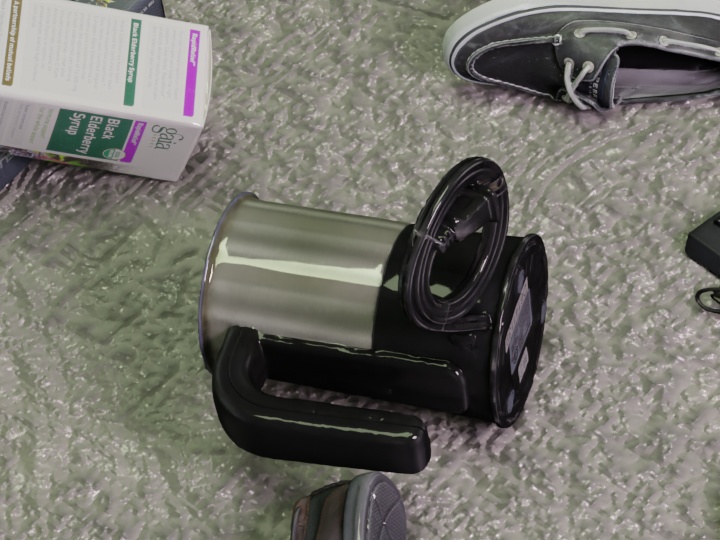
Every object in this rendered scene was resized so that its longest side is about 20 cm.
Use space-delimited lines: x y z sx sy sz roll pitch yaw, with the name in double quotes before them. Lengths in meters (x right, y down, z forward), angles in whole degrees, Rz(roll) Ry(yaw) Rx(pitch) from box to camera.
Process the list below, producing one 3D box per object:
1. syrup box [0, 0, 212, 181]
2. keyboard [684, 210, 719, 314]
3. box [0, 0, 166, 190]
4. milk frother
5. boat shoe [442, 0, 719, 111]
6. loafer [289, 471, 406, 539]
"syrup box" -0.202 -0.124 1.725 0.200 0.079 0.082 10 62 -13
"keyboard" 0.285 0.014 1.609 0.104 0.040 0.200 -37 53 -23
"box" -0.255 -0.151 1.830 0.158 0.051 0.200 25 57 27
"milk frother" 0.000 0.000 1.548 0.188 0.200 0.181 8 30 16
"boat shoe" 0.155 -0.137 1.744 0.200 0.072 0.068 0 48 0
"loafer" -0.020 0.205 1.481 0.063 0.072 0.200 -11 47 27
